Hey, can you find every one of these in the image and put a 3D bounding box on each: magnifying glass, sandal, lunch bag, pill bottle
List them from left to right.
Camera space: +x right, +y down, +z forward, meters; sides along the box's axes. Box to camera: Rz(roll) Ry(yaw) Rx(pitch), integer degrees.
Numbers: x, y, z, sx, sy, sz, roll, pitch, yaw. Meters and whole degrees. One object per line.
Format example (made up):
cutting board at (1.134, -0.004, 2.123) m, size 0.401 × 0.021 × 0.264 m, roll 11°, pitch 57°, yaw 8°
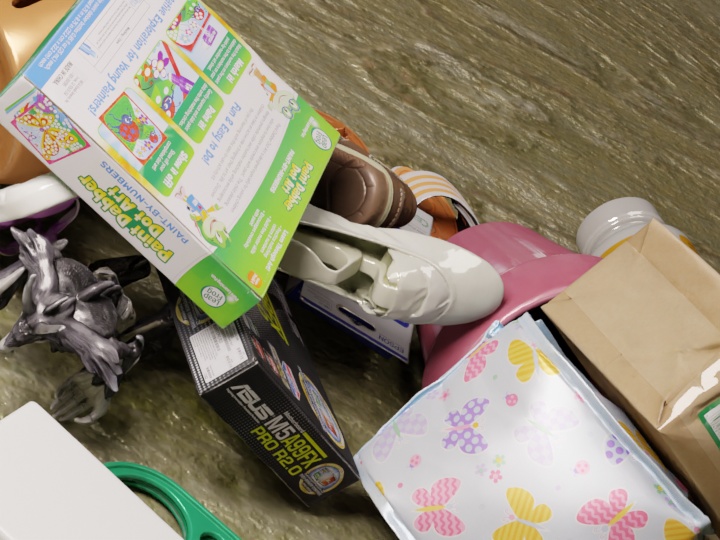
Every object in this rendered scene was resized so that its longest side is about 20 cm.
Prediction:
sandal at (-0.214, -0.032, 1.126) m, size 0.082 × 0.203 × 0.050 m, roll -21°, pitch 94°, yaw -14°
magnifying glass at (-0.088, 0.178, 1.082) m, size 0.200 × 0.022 × 0.080 m, roll 26°, pitch 31°, yaw -17°
sandal at (0.074, -0.032, 1.511) m, size 0.079 × 0.059 × 0.207 m, roll 23°, pitch 33°, yaw -26°
lunch bag at (0.114, 0.150, 1.167) m, size 0.200 × 0.170 × 0.127 m, roll 48°, pitch 2°, yaw 16°
pill bottle at (0.270, 0.028, 1.587) m, size 0.113 × 0.113 × 0.200 m, roll 16°, pitch 36°, yaw -33°

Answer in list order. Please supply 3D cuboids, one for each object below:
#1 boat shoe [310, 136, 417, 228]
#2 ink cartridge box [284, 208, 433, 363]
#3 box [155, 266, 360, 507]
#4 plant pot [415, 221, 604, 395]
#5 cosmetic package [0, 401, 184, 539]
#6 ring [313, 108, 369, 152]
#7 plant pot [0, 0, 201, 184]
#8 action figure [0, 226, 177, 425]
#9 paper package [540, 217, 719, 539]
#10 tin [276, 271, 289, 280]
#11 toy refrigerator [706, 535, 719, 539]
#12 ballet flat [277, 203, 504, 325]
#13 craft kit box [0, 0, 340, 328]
boat shoe at (-0.040, -0.077, 1.300) m, size 0.202 × 0.075 × 0.075 m, roll 35°, pitch 17°, yaw 37°
ink cartridge box at (-0.001, -0.001, 1.340) m, size 0.099 × 0.039 × 0.200 m, roll 33°, pitch 32°, yaw -12°
box at (-0.080, 0.041, 1.174) m, size 0.160 × 0.044 × 0.200 m, roll 53°, pitch 9°, yaw -47°
plant pot at (0.127, 0.057, 1.334) m, size 0.200 × 0.200 × 0.179 m, roll 21°, pitch 18°, yaw -28°
cosmetic package at (-0.153, 0.176, 0.960) m, size 0.200 × 0.074 × 0.102 m, roll 41°, pitch 29°, yaw 9°
ring at (-0.087, -0.091, 1.370) m, size 0.200 × 0.019 × 0.200 m, roll 4°, pitch 36°, yaw -3°
plant pot at (-0.214, -0.142, 1.236) m, size 0.140 × 0.200 × 0.200 m, roll -17°, pitch 58°, yaw -37°
action figure at (-0.183, 0.036, 1.089) m, size 0.119 × 0.102 × 0.200 m, roll 52°, pitch 11°, yaw 7°
paper package at (0.241, 0.093, 1.174) m, size 0.200 × 0.103 × 0.191 m, roll 53°, pitch -1°, yaw -33°
tin at (-0.034, -0.047, 1.437) m, size 0.112 × 0.042 × 0.200 m, roll 51°, pitch 31°, yaw 14°
toy refrigerator at (0.279, 0.141, 1.423) m, size 0.200 × 0.076 × 0.070 m, roll 53°, pitch 18°, yaw 28°
ballet flat at (0.000, 0.000, 1.196) m, size 0.200 × 0.069 × 0.069 m, roll 20°, pitch 30°, yaw 1°
craft kit box at (-0.116, -0.093, 1.100) m, size 0.198 × 0.049 × 0.200 m, roll 42°, pitch 35°, yaw -14°
